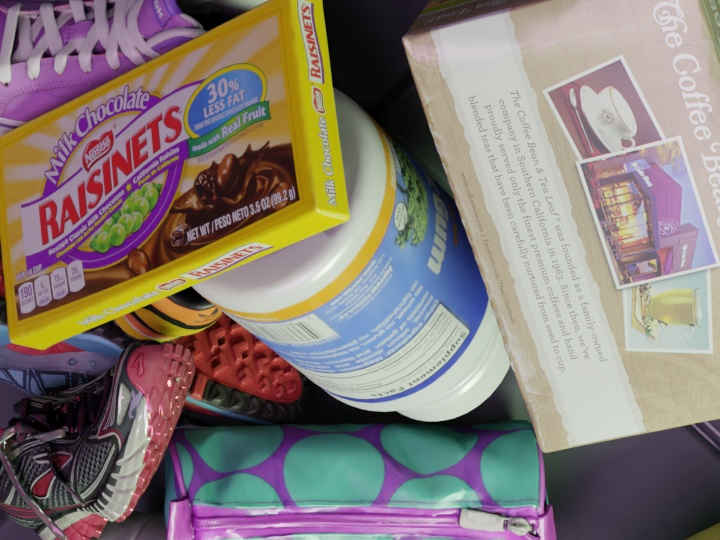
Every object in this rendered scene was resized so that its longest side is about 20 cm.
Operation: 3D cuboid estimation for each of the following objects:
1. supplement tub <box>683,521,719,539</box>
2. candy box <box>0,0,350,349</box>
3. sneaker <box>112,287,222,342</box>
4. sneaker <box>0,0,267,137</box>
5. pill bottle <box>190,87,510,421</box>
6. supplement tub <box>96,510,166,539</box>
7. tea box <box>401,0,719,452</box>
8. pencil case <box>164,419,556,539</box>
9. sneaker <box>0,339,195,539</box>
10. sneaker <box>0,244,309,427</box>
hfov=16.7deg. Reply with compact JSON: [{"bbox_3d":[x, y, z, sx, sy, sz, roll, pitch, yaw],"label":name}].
[{"bbox_3d":[0.224,0.181,1.200,0.199,0.146,0.146,-29,102,25],"label":"supplement tub"},{"bbox_3d":[-0.089,-0.041,1.082,0.199,0.026,0.103,-22,65,38],"label":"candy box"},{"bbox_3d":[-0.117,-0.062,1.209,0.090,0.070,0.201,-14,102,64],"label":"sneaker"},{"bbox_3d":[-0.115,-0.112,1.135,0.199,0.073,0.114,3,156,-2],"label":"sneaker"},{"bbox_3d":[0.000,0.000,1.160,0.111,0.113,0.200,-15,152,22],"label":"pill bottle"},{"bbox_3d":[-0.046,0.206,1.299,0.198,0.132,0.133,8,115,12],"label":"supplement tub"},{"bbox_3d":[0.130,-0.059,1.095,0.133,0.197,0.201,-13,108,21],"label":"tea box"},{"bbox_3d":[0.000,0.118,1.239,0.198,0.092,0.086,-2,97,-5],"label":"pencil case"},{"bbox_3d":[-0.143,0.088,1.227,0.074,0.081,0.200,30,145,-10],"label":"sneaker"},{"bbox_3d":[-0.123,0.045,1.297,0.199,0.080,0.096,20,142,4],"label":"sneaker"}]
